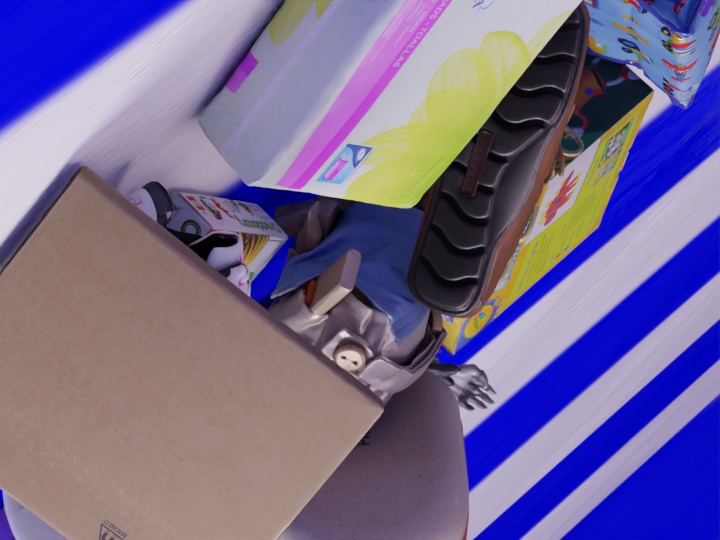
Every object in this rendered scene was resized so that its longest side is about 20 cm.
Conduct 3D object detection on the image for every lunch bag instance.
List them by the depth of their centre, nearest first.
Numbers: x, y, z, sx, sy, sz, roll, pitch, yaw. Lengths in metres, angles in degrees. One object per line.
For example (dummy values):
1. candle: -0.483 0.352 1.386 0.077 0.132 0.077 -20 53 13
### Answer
1. lunch bag: 0.232 -0.233 1.712 0.201 0.094 0.151 -56 166 -8

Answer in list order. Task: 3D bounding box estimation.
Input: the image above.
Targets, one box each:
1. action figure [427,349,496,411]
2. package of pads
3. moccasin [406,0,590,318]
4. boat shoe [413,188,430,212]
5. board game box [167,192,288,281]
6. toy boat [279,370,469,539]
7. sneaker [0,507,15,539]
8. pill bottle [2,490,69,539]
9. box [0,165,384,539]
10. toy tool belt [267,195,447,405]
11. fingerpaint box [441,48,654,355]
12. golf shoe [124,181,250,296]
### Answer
1. action figure: 0.043 0.109 1.893 0.119 0.101 0.200 -60 -167 21
2. package of pads: 0.028 -0.126 1.370 0.200 0.068 0.154 -51 151 22
3. moccasin: 0.088 -0.070 1.509 0.078 0.073 0.203 -29 134 -69
4. boat shoe: 0.044 -0.034 1.695 0.075 0.072 0.200 -23 180 -21
5. board game box: -0.135 0.041 1.482 0.200 0.035 0.126 -49 165 11
6. toy boat: 0.000 0.153 1.567 0.200 0.129 0.132 -91 180 -61
7. sneaker: -0.142 0.149 1.627 0.200 0.080 0.089 -36 142 -16
8. pill bottle: -0.123 0.130 1.461 0.112 0.112 0.200 -46 167 1
9. box: -0.112 0.069 1.316 0.164 0.200 0.021 -50 -170 14
10. toy tool belt: 0.000 0.000 1.566 0.200 0.124 0.124 -68 175 -57
11. fingerpaint box: 0.111 -0.054 1.835 0.167 0.073 0.200 -41 164 -23
12. golf shoe: -0.083 0.028 1.388 0.092 0.073 0.200 -44 138 4
